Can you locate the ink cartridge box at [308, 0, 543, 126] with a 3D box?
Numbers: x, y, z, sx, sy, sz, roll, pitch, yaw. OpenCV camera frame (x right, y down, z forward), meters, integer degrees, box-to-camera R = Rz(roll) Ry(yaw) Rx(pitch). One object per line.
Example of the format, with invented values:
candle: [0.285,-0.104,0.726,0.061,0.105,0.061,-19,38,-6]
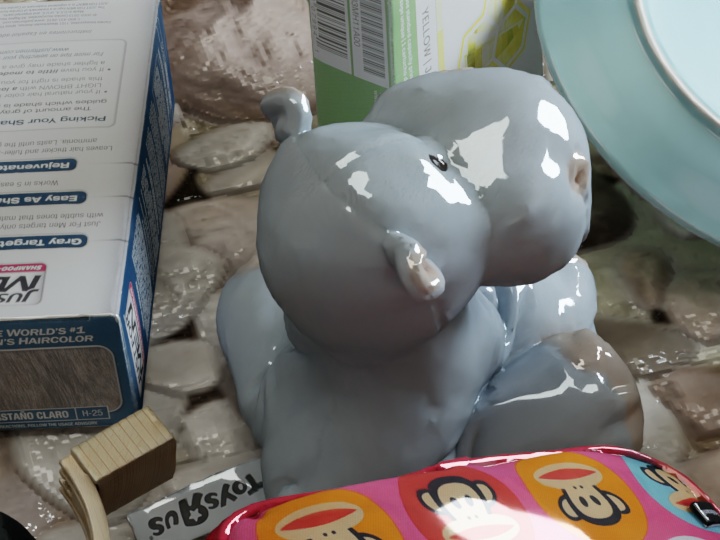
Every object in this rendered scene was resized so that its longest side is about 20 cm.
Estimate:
ink cartridge box: [0.054,-0.120,0.956,0.048,0.146,0.200,24,49,29]

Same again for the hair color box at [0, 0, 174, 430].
hair color box: [-0.131,-0.026,0.931,0.100,0.061,0.200,-2,41,3]

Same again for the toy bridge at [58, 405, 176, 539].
toy bridge: [-0.037,0.134,0.725,0.067,0.027,0.200,-28,64,-24]

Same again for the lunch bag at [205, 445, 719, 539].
lunch bag: [0.054,0.138,0.666,0.200,0.082,0.176,-5,46,-40]

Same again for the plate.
plate: [0.165,-0.091,0.934,0.200,0.026,0.200,11,57,-17]

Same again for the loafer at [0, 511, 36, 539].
loafer: [-0.104,0.165,0.718,0.072,0.073,0.200,-33,41,2]

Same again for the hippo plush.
hippo plush: [0.000,0.000,0.812,0.200,0.161,0.159,-25,45,-21]
